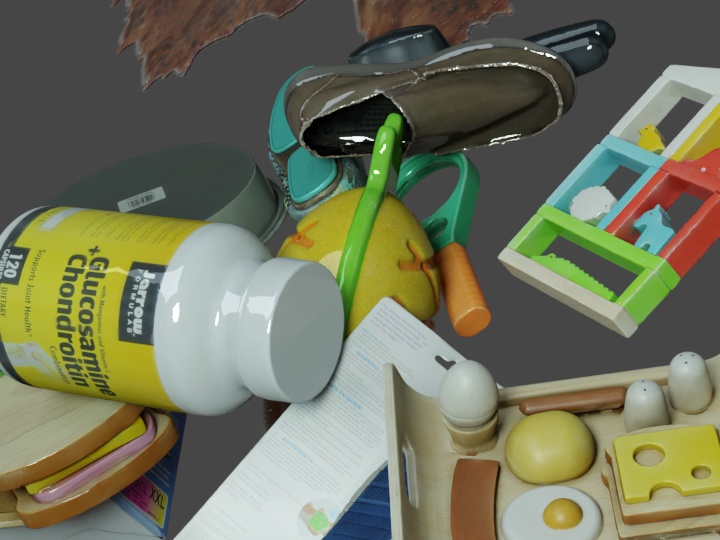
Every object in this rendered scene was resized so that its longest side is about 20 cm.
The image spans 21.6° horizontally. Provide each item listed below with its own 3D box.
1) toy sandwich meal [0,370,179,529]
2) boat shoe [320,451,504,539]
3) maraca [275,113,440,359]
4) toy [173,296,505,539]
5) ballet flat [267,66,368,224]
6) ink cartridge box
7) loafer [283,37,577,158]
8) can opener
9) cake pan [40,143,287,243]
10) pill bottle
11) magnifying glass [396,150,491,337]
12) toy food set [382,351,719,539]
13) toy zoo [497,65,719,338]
[{"bbox_3d":[-0.211,0.085,1.207,0.205,0.070,0.205,-10,42,9],"label":"toy sandwich meal"},{"bbox_3d":[0.024,0.157,1.012,0.200,0.072,0.072,-38,29,-31],"label":"boat shoe"},{"bbox_3d":[0.000,0.000,1.177,0.107,0.137,0.200,13,68,2],"label":"maraca"},{"bbox_3d":[-0.006,0.128,1.086,0.200,0.115,0.047,-48,-13,-15],"label":"toy"},{"bbox_3d":[-0.026,-0.076,1.357,0.074,0.074,0.200,-32,29,17],"label":"ballet flat"},{"bbox_3d":[-0.194,0.114,1.312,0.136,0.076,0.200,-26,34,25],"label":"ink cartridge box"},{"bbox_3d":[0.046,-0.102,1.260,0.200,0.073,0.071,-8,34,11],"label":"loafer"},{"bbox_3d":[0.082,-0.135,1.314,0.200,0.079,0.063,-8,37,30],"label":"can opener"},{"bbox_3d":[-0.151,-0.035,1.332,0.200,0.037,0.200,-14,26,7],"label":"cake pan"},{"bbox_3d":[-0.115,0.024,1.101,0.200,0.112,0.112,6,54,30],"label":"pill bottle"},{"bbox_3d":[0.053,-0.021,1.247,0.080,0.022,0.200,-35,33,12],"label":"magnifying glass"},{"bbox_3d":[0.113,0.086,0.959,0.200,0.060,0.144,-9,39,4],"label":"toy food set"},{"bbox_3d":[0.186,-0.057,1.143,0.200,0.020,0.131,-47,32,-6],"label":"toy zoo"}]
